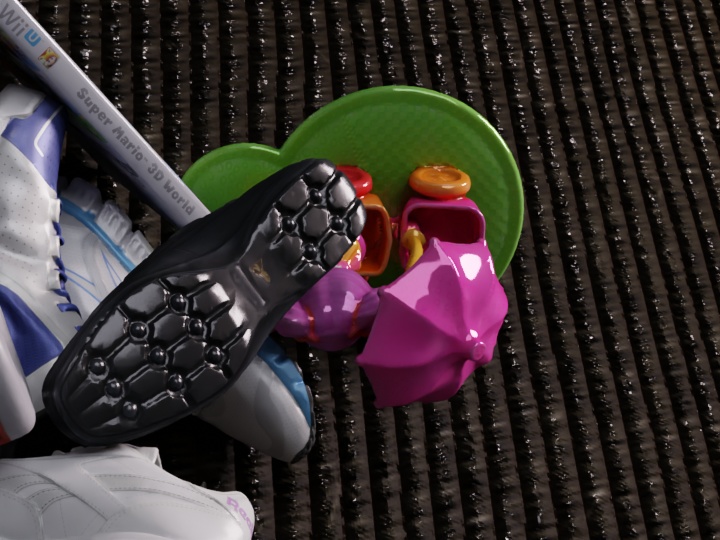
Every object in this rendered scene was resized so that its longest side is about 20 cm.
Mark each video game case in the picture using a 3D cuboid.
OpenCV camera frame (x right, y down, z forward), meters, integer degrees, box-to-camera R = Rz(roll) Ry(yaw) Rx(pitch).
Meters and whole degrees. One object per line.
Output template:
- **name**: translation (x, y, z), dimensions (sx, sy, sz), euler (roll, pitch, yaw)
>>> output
- **video game case**: translation (-0.159, -0.098, 1.008), dimensions (0.200, 0.018, 0.143), euler (49, -8, -38)

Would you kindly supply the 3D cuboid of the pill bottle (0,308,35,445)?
- **pill bottle**: translation (-0.247, 0.050, 0.809), dimensions (0.200, 0.112, 0.112), euler (-21, 58, -8)

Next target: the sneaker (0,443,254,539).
- **sneaker**: translation (-0.141, 0.117, 0.858), dimensions (0.200, 0.075, 0.100), euler (10, 33, 18)

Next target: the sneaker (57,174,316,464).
- **sneaker**: translation (-0.114, 0.043, 1.001), dimensions (0.200, 0.075, 0.087), euler (37, 54, 8)

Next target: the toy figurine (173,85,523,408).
- **toy figurine**: translation (0.000, 0.000, 1.016), dimensions (0.199, 0.150, 0.184), euler (1, 22, -5)

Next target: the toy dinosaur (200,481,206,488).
- **toy dinosaur**: translation (-0.082, 0.158, 0.889), dimensions (0.102, 0.077, 0.200), euler (30, 42, -24)

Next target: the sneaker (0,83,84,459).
- **sneaker**: translation (-0.162, 0.021, 0.937), dimensions (0.115, 0.081, 0.200), euler (21, 65, -8)

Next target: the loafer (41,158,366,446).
- **loafer**: translation (-0.076, 0.017, 0.910), dimensions (0.201, 0.070, 0.068), euler (-43, 103, -37)
